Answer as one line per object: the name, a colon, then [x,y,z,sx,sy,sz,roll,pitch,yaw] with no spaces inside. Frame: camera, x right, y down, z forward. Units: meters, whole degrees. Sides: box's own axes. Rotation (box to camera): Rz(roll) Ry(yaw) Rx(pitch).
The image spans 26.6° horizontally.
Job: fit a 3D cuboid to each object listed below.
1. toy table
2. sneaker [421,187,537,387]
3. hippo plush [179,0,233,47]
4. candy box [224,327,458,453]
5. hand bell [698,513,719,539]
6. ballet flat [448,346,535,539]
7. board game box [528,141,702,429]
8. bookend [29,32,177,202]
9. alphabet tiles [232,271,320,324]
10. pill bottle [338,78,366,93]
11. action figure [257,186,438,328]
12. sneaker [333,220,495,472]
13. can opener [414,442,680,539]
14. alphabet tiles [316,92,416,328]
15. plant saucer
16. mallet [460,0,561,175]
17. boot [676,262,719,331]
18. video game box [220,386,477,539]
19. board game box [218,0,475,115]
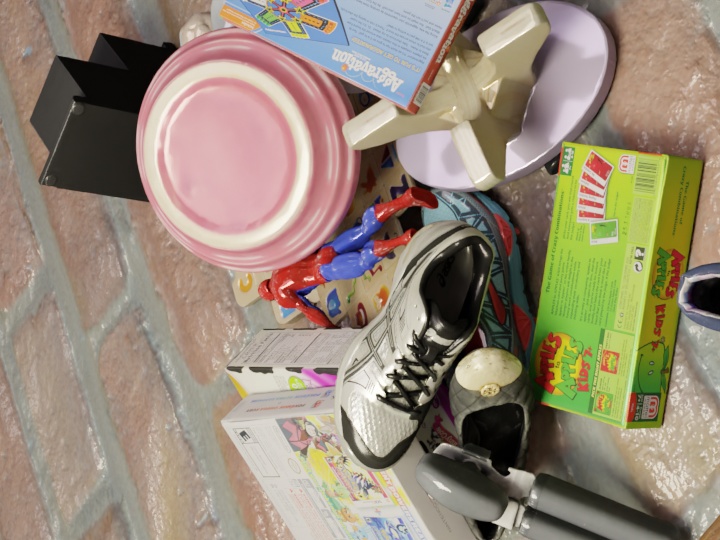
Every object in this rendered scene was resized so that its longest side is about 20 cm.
toy table: [0.089,-0.143,1.187,0.200,0.117,0.185,-43,66,22]
sneaker: [0.084,0.014,1.229,0.079,0.095,0.201,-38,60,39]
hippo plush: [-0.116,-0.153,1.346,0.159,0.161,0.200,41,120,-2]
candy box: [-0.008,0.119,1.299,0.199,0.061,0.137,-3,123,48]
hand bell: [0.227,0.265,1.082,0.104,0.104,0.202,25,94,45]
ballet flat: [0.104,0.133,1.171,0.057,0.066,0.201,-93,-4,-45]
board game box: [0.190,0.010,1.152,0.101,0.047,0.202,13,97,47]
bookend: [-0.246,-0.160,1.513,0.199,0.199,0.093,50,121,42]
alphabet tiles: [-0.069,-0.056,1.460,0.195,0.015,0.202,-35,63,39]
pill bottle: [0.006,-0.256,1.281,0.112,0.112,0.201,-7,51,46]
action figure: [0.000,0.000,1.277,0.199,0.099,0.066,-20,54,39]
sneaker: [0.040,0.054,1.132,0.202,0.075,0.088,-70,16,-5]
can opener: [0.135,0.184,1.127,0.198,0.067,0.053,19,120,10]
alphabet tiles: [-0.003,-0.047,1.349,0.167,0.007,0.201,-47,52,43]
plant saucer: [-0.099,-0.096,1.238,0.199,0.051,0.203,4,103,20]
mallet: [0.116,-0.165,1.258,0.200,0.041,0.066,50,119,31]
boot: [0.307,0.031,0.993,0.199,0.090,0.074,4,90,47]
video game box: [-0.004,0.187,1.269,0.181,0.047,0.201,-8,118,50]
board game box: [-0.013,-0.204,1.170,0.199,0.019,0.104,30,93,31]
